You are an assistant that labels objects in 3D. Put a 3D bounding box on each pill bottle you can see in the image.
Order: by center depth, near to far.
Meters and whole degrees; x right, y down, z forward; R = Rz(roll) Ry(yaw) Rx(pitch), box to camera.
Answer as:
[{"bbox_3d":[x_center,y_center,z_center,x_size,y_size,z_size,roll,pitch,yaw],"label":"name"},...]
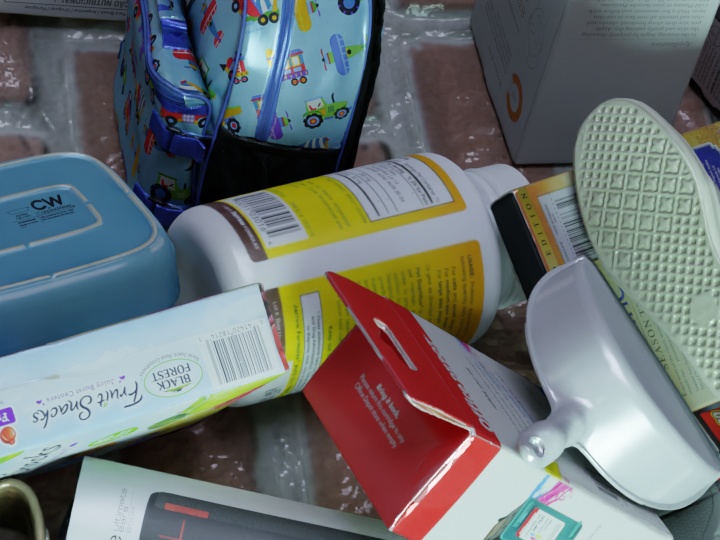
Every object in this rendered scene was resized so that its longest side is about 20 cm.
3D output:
[{"bbox_3d":[0.000,0.000,1.586,0.199,0.110,0.109,-14,53,-26],"label":"pill bottle"}]

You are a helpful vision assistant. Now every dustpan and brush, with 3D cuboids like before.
[{"bbox_3d":[0.115,0.067,1.450,0.140,0.057,0.200,57,11,4],"label":"dustpan and brush"}]

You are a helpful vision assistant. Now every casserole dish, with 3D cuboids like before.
[{"bbox_3d":[-0.181,-0.010,1.489,0.199,0.039,0.121,-15,46,-34],"label":"casserole dish"}]

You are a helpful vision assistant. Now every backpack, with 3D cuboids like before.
[{"bbox_3d":[-0.058,-0.137,1.632,0.134,0.201,0.183,2,49,-13],"label":"backpack"}]

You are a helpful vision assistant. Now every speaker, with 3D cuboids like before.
[{"bbox_3d":[-0.052,0.151,1.457,0.199,0.081,0.081,13,47,-4],"label":"speaker"}]

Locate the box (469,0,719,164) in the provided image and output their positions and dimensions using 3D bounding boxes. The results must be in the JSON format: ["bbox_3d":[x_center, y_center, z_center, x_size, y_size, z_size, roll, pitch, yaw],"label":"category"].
[{"bbox_3d":[0.142,-0.175,1.720,0.097,0.201,0.125,-1,49,-16],"label":"box"}]

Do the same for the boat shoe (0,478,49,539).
[{"bbox_3d":[-0.185,0.189,1.394,0.071,0.065,0.201,8,47,-8],"label":"boat shoe"}]

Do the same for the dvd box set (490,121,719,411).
[{"bbox_3d":[0.180,0.001,1.597,0.199,0.029,0.147,-19,83,-31],"label":"dvd box set"}]

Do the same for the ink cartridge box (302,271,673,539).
[{"bbox_3d":[0.051,0.089,1.447,0.200,0.067,0.116,30,16,-39],"label":"ink cartridge box"}]

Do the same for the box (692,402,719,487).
[{"bbox_3d":[0.189,0.028,1.662,0.110,0.035,0.200,-16,55,-28],"label":"box"}]

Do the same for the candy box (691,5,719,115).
[{"bbox_3d":[0.306,-0.097,1.790,0.136,0.061,0.200,-18,56,-29],"label":"candy box"}]

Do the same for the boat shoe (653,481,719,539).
[{"bbox_3d":[0.162,0.168,1.518,0.074,0.065,0.203,-12,47,-12],"label":"boat shoe"}]

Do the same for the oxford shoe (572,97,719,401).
[{"bbox_3d":[0.177,-0.002,1.536,0.058,0.075,0.200,2,50,-59],"label":"oxford shoe"}]

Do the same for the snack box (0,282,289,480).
[{"bbox_3d":[-0.153,0.068,1.459,0.199,0.142,0.053,-15,82,-27],"label":"snack box"}]

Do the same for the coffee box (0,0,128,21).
[{"bbox_3d":[-0.118,-0.282,1.748,0.199,0.198,0.200,2,47,-16],"label":"coffee box"}]
